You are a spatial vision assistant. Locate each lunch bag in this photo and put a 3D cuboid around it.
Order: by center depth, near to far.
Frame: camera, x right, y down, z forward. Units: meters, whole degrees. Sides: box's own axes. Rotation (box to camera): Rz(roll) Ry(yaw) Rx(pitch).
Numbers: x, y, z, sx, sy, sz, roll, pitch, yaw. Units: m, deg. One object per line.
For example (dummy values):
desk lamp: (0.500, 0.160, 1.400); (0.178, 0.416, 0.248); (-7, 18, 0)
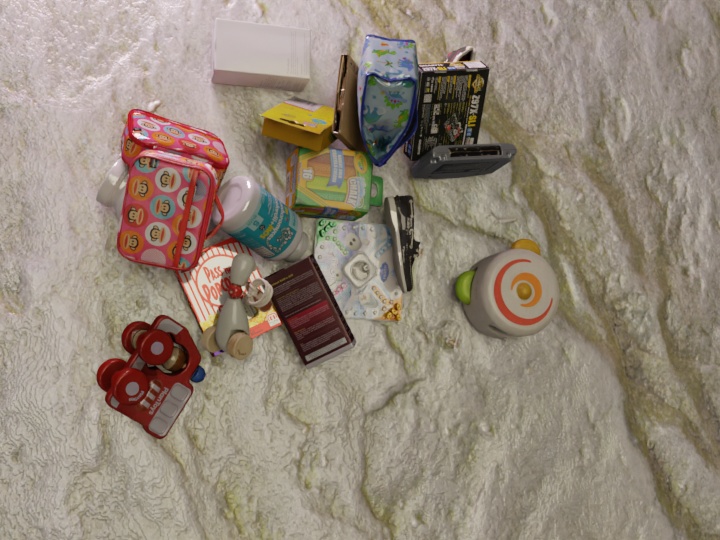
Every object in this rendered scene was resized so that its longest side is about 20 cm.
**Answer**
lunch bag: (-0.334, -0.104, 1.470); (0.175, 0.082, 0.201); (12, 105, -9)
lunch bag: (-0.357, -0.234, 1.575); (0.199, 0.176, 0.082); (15, 117, -26)
lunch bag: (0.051, -0.329, 1.604); (0.127, 0.201, 0.171); (8, 40, -4)

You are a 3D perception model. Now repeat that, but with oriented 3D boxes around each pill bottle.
pill bottle: (-0.392, -0.123, 1.567); (0.199, 0.116, 0.117); (31, 75, -10)
pill bottle: (-0.187, -0.090, 1.593); (0.200, 0.110, 0.111); (36, 71, -44)

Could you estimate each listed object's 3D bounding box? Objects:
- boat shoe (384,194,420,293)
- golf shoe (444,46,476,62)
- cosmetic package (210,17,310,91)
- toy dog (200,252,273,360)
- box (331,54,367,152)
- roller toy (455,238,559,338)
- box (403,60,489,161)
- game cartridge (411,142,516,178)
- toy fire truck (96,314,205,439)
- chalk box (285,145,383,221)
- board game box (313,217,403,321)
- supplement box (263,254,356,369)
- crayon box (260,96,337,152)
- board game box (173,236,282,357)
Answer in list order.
boat shoe: (0.093, -0.055, 1.674); (0.060, 0.074, 0.201); (-8, 83, -10)
golf shoe: (0.195, -0.399, 1.788); (0.077, 0.088, 0.201); (21, 80, -14)
cosmetic package: (-0.205, -0.440, 1.683); (0.199, 0.081, 0.114); (4, 81, -14)
toy dog: (-0.219, 0.077, 1.547); (0.132, 0.096, 0.201); (39, 106, 30)
box: (-0.007, -0.321, 1.672); (0.021, 0.200, 0.165); (3, 80, 19)
roller toy: (0.321, 0.049, 1.734); (0.199, 0.140, 0.183); (-31, 92, -18)
box: (0.179, -0.335, 1.731); (0.159, 0.049, 0.201); (-9, 125, -21)
game cartridge: (0.215, -0.231, 1.744); (0.199, 0.133, 0.042); (-6, 84, -22)
toy fire truck: (-0.382, 0.195, 1.542); (0.168, 0.112, 0.201); (41, 73, -32)
chalk box: (-0.045, -0.172, 1.668); (0.199, 0.124, 0.126); (4, 82, -15)
board game box: (0.000, 0.000, 1.696); (0.199, 0.026, 0.201); (5, 89, -15)
supplement box: (-0.100, 0.081, 1.627); (0.108, 0.061, 0.201); (-25, 94, 7)
crayon box: (-0.113, -0.287, 1.617); (0.126, 0.200, 0.051); (18, 114, 8)
board game box: (-0.263, 0.048, 1.615); (0.151, 0.046, 0.201); (-25, 90, -18)
